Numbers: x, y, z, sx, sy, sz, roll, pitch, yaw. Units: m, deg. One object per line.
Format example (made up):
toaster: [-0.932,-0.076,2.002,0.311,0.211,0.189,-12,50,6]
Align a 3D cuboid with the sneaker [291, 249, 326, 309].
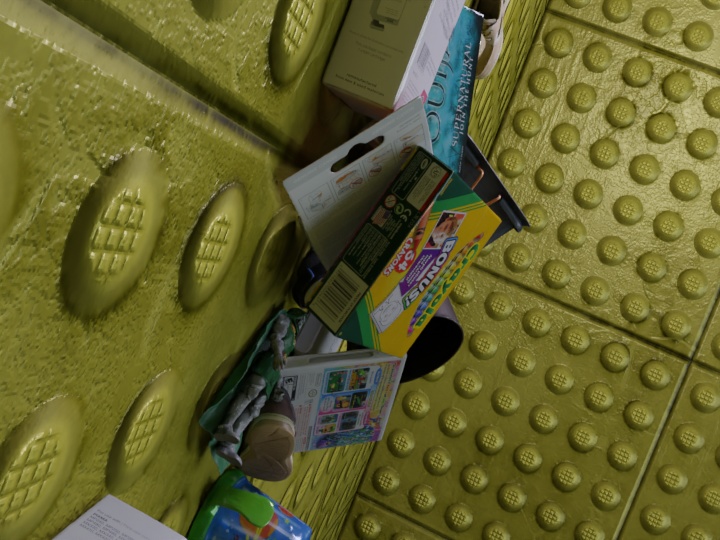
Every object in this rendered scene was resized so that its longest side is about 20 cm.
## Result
sneaker: [0.000,0.000,0.943,0.198,0.111,0.075,-19,133,-44]

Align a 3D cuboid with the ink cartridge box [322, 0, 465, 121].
ink cartridge box: [0.047,-0.258,0.776,0.146,0.081,0.204,-4,116,-78]

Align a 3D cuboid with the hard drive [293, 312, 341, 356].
hard drive: [-0.057,0.101,1.135,0.201,0.026,0.134,92,22,-62]

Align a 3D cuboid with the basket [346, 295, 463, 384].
basket: [0.048,0.034,1.084,0.179,0.135,0.203,-32,-136,26]

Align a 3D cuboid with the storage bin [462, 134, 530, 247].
storage bin: [0.140,-0.108,1.131,0.133,0.201,0.146,-38,-162,8]

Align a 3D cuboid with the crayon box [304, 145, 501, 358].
crayon box: [0.053,-0.010,0.827,0.202,0.058,0.172,-54,150,6]

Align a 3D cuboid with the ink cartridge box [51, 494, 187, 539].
ink cartridge box: [-0.213,0.274,0.522,0.200,0.081,0.149,-34,145,-71]

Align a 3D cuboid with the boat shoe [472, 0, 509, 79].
boat shoe: [0.225,-0.445,1.374,0.065,0.071,0.204,-35,144,-55]

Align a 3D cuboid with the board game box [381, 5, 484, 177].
board game box: [0.086,-0.219,0.908,0.133,0.028,0.206,3,95,-47]

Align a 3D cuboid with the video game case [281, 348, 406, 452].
video game case: [-0.040,0.181,1.040,0.203,0.177,0.024,102,-24,-43]

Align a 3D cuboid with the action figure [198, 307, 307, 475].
action figure: [-0.107,0.113,0.843,0.120,0.053,0.202,97,14,-47]

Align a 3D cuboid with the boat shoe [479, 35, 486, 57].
boat shoe: [0.138,-0.327,1.197,0.202,0.071,0.072,-60,138,-26]

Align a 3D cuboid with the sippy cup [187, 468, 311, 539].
sippy cup: [-0.133,0.337,0.939,0.178,0.128,0.142,57,57,-78]

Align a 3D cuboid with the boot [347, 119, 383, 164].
boot: [0.050,-0.149,0.990,0.156,0.071,0.202,-52,159,-23]

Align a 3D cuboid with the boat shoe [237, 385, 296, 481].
boat shoe: [-0.111,0.206,0.944,0.202,0.070,0.066,108,-6,-56]

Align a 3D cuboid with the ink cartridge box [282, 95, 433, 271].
ink cartridge box: [0.001,-0.094,0.801,0.158,0.048,0.201,-32,152,-4]
